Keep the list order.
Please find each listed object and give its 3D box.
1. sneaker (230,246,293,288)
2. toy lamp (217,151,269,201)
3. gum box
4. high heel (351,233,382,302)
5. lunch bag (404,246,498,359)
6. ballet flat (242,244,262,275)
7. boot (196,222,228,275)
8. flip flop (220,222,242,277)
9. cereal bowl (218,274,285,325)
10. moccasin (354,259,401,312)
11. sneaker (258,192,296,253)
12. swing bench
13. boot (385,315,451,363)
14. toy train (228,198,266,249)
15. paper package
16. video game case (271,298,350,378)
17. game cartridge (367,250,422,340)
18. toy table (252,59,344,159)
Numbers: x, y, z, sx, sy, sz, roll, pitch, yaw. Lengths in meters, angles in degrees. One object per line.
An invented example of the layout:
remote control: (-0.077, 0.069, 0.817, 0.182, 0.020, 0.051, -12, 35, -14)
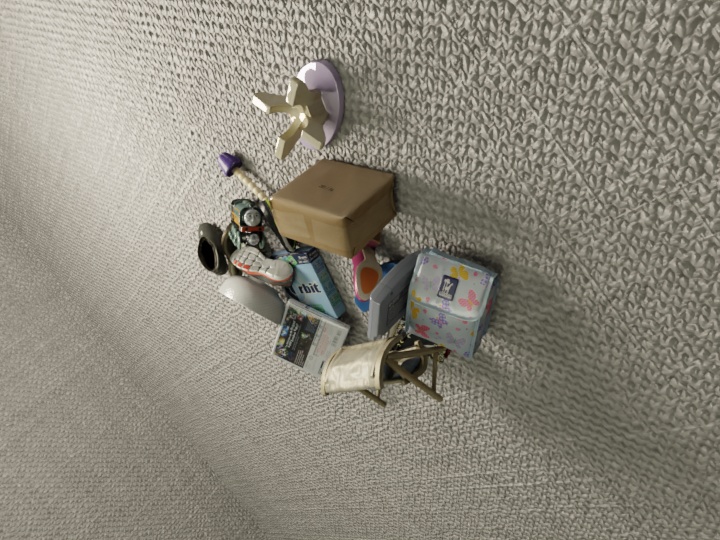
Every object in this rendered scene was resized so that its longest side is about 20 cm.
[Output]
sneaker: (-0.267, 0.003, 1.480, 0.198, 0.077, 0.082, 22, 147, 24)
toy lamp: (-0.286, -0.225, 1.397, 0.200, 0.058, 0.058, 42, 140, 6)
gum box: (-0.147, 0.036, 1.490, 0.169, 0.045, 0.201, -5, 118, 45)
high heel: (0.000, 0.000, 1.221, 0.067, 0.202, 0.096, 20, 141, -23)
lunch bag: (0.188, 0.061, 1.144, 0.168, 0.127, 0.202, 22, 131, 21)
ballet flat: (-0.310, -0.060, 1.542, 0.068, 0.063, 0.202, -3, 123, 18)
boot: (-0.434, -0.069, 1.553, 0.183, 0.072, 0.200, 64, 178, 5)
flip flop: (-0.361, -0.052, 1.597, 0.057, 0.081, 0.202, 6, 127, 11)
cereal bowl: (-0.290, 0.071, 1.521, 0.199, 0.084, 0.200, 28, 172, 4)
moccasin: (0.050, 0.025, 1.287, 0.081, 0.068, 0.200, 55, 139, 4)
sneaker: (-0.184, -0.119, 1.377, 0.072, 0.082, 0.201, 53, 172, 31)
swing bench: (0.048, 0.220, 1.208, 0.199, 0.131, 0.198, 21, 154, -36)
boot: (0.138, 0.191, 1.337, 0.153, 0.074, 0.205, 28, 138, 19)
toy train: (-0.293, -0.121, 1.403, 0.200, 0.084, 0.115, -147, 56, -66)
paper package: (-0.052, -0.138, 1.148, 0.198, 0.191, 0.104, 19, 137, 31)
video game case: (-0.140, 0.194, 1.505, 0.180, 0.023, 0.201, 24, 121, 3)
game cartridge: (0.083, 0.046, 1.167, 0.041, 0.200, 0.134, 30, 137, 22)
toy table: (-0.117, -0.320, 1.120, 0.183, 0.117, 0.201, 29, 136, 21)
